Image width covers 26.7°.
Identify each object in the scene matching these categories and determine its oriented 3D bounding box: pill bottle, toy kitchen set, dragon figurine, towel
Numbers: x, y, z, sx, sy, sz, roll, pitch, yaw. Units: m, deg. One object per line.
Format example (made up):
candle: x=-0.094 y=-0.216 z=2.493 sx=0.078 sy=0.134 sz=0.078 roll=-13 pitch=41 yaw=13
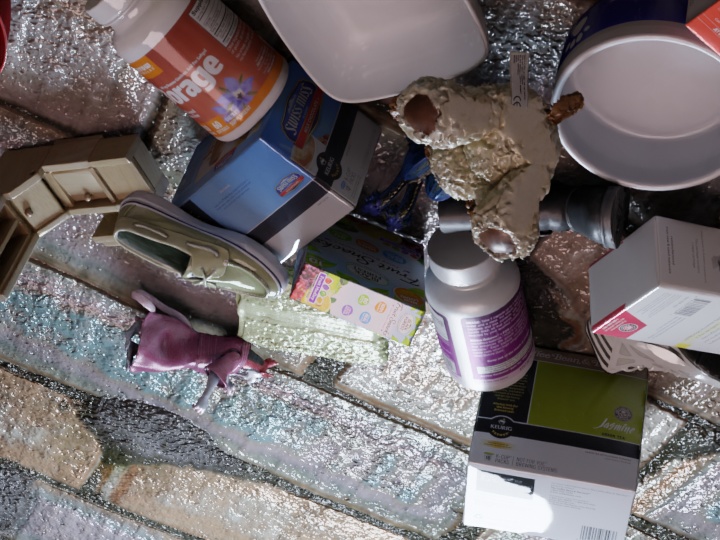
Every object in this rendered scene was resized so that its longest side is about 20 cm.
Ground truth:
pill bottle: x=0.135 y=0.037 z=1.753 sx=0.112 sy=0.113 sz=0.200 roll=1 pitch=137 yaw=17
toy kitchen set: x=-0.331 y=-0.033 z=1.772 sx=0.199 sy=0.181 sz=0.163 roll=-4 pitch=136 yaw=28
dragon figurine: x=0.082 y=-0.114 z=1.612 sx=0.059 sy=0.100 sz=0.200 roll=36 pitch=135 yaw=-23
pill bottle: x=-0.179 y=-0.233 z=1.555 sx=0.200 sy=0.113 sz=0.112 roll=39 pitch=134 yaw=-24
towel: x=-0.060 y=0.057 z=1.896 sx=0.199 sy=0.037 sz=0.149 roll=10 pitch=139 yaw=8

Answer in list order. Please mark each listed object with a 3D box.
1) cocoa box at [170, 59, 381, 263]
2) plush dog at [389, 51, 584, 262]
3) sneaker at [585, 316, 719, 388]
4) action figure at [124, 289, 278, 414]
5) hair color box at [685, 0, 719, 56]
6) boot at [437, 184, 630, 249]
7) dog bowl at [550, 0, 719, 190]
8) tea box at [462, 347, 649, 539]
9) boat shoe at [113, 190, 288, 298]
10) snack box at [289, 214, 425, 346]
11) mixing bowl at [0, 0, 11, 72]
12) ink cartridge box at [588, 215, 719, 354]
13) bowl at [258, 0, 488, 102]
cocoa box: x=-0.098 y=-0.104 z=1.655 sx=0.131 sy=0.134 sz=0.200 roll=36 pitch=136 yaw=-19
plush dog: x=0.120 y=-0.123 z=1.491 sx=0.200 sy=0.160 sz=0.172 roll=56 pitch=160 yaw=-13
sneaker: x=0.356 y=0.093 z=1.787 sx=0.200 sy=0.076 sz=0.115 roll=30 pitch=147 yaw=-3
action figure: x=-0.204 y=0.102 z=1.972 sx=0.199 sy=0.134 sz=0.150 roll=6 pitch=98 yaw=-5
hair color box: x=0.381 y=-0.281 z=1.329 sx=0.061 sy=0.102 sz=0.200 roll=35 pitch=136 yaw=-20
boot: x=0.178 y=-0.064 z=1.607 sx=0.199 sy=0.165 sz=0.066 roll=5 pitch=93 yaw=14
dog bowl: x=0.290 y=-0.176 z=1.491 sx=0.199 sy=0.079 sz=0.201 roll=9 pitch=139 yaw=8
tea box: x=0.238 y=0.211 z=1.845 sx=0.199 sy=0.197 sz=0.134 roll=10 pitch=138 yaw=9
boat shoe: x=-0.174 y=-0.013 z=1.632 sx=0.199 sy=0.062 sz=0.072 roll=26 pitch=140 yaw=-7
snack box: x=0.000 y=0.000 z=1.691 sx=0.142 sy=0.200 sz=0.053 roll=21 pitch=111 yaw=-6
mixing bowl: x=-0.443 y=-0.292 z=1.578 sx=0.199 sy=0.109 sz=0.201 roll=8 pitch=139 yaw=8
ink cartridge box: x=0.366 y=0.022 z=1.627 sx=0.199 sy=0.084 sz=0.145 roll=11 pitch=154 yaw=-19
bowl: x=0.014 y=-0.269 z=1.482 sx=0.199 sy=0.075 sz=0.200 roll=-13 pitch=131 yaw=29
